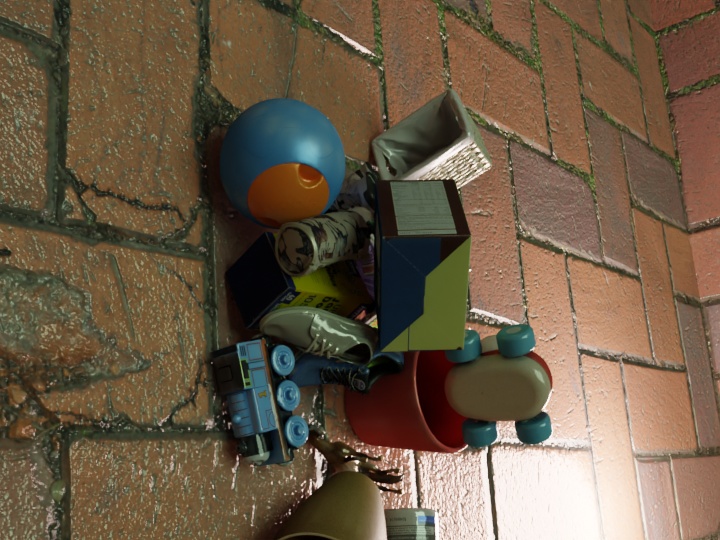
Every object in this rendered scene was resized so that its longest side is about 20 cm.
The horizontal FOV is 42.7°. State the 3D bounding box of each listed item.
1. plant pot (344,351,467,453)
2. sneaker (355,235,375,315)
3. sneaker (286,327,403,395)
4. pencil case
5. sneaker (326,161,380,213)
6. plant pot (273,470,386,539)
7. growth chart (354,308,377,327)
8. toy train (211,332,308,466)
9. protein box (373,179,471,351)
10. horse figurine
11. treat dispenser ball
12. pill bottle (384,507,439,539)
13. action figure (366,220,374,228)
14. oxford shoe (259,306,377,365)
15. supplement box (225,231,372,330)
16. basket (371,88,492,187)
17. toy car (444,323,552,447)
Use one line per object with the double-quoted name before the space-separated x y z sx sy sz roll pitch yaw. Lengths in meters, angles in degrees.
"plant pot" 0.081 0.219 1.583 0.199 0.175 0.204 23 59 -46
"sneaker" 0.000 0.000 1.648 0.083 0.080 0.202 -34 100 -35
"sneaker" -0.022 0.153 1.477 0.079 0.196 0.090 81 -8 -45
"pencil case" -0.054 -0.041 1.402 0.089 0.078 0.199 41 25 15
"sneaker" -0.013 -0.119 1.617 0.076 0.114 0.201 54 8 -16
"plant pot" -0.034 0.401 1.391 0.188 0.184 0.201 59 25 -18
"growth chart" 0.012 0.095 1.582 0.018 0.145 0.199 52 33 13
"toy train" -0.150 0.196 1.376 0.113 0.086 0.204 -5 81 -44
"protein box" 0.090 -0.012 1.447 0.201 0.132 0.202 -94 -176 -60
"horse figurine" -0.005 0.315 1.503 0.200 0.131 0.051 46 57 -46
"treat dispenser ball" -0.122 -0.166 1.444 0.199 0.199 0.205 22 60 -46
"pill bottle" 0.079 0.503 1.530 0.113 0.113 0.204 21 61 -46
"action figure" 0.067 -0.053 1.669 0.116 0.199 0.056 -10 114 -31
"oxford shoe" -0.059 0.102 1.401 0.197 0.075 0.059 15 49 -26
"supplement box" -0.095 0.028 1.457 0.198 0.109 0.111 11 45 -49
"basket" 0.141 -0.227 1.792 0.123 0.198 0.137 38 29 -47
"toy car" 0.243 0.163 1.544 0.200 0.174 0.188 -45 124 -62
